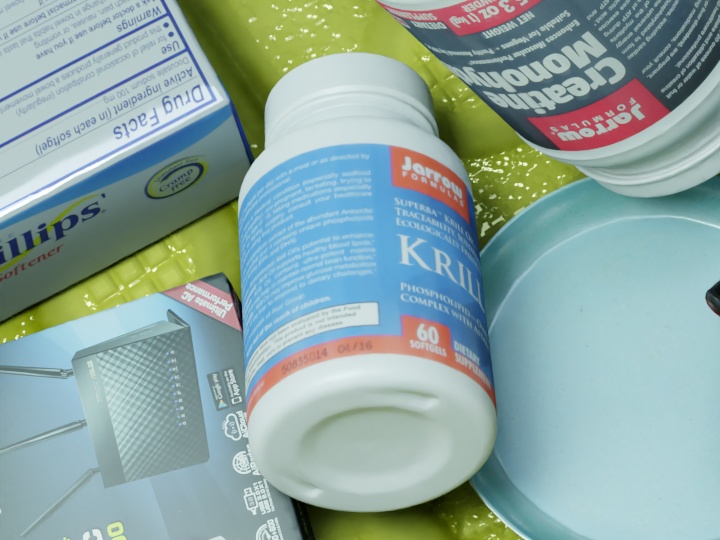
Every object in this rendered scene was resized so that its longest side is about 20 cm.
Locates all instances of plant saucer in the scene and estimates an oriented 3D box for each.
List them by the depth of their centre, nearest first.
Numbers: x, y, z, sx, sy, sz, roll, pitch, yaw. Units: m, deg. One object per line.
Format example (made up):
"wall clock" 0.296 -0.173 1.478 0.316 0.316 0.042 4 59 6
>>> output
"plant saucer" 0.136 0.049 1.336 0.200 0.027 0.200 -3 69 7

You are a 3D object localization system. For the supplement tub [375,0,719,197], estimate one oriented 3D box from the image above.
"supplement tub" 0.094 -0.134 1.287 0.140 0.200 0.141 -24 47 28

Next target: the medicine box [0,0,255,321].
"medicine box" -0.175 -0.098 1.393 0.182 0.103 0.200 -27 69 -3

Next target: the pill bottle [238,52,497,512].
"pill bottle" 0.000 0.000 1.313 0.112 0.112 0.200 -9 53 5

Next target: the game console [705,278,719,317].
"game console" 0.267 0.017 1.259 0.200 0.119 0.172 31 70 8

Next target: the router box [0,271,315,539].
"router box" -0.102 0.117 1.325 0.150 0.062 0.200 -19 68 2
